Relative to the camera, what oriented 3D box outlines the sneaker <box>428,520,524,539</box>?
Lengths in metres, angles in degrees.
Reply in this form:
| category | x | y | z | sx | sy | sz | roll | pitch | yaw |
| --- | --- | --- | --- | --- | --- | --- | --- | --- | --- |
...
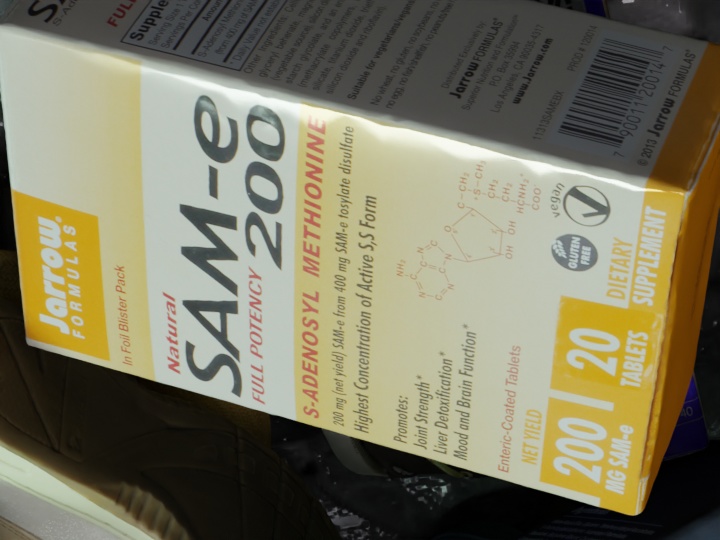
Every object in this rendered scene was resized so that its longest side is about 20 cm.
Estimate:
| category | x | y | z | sx | sy | sz | roll | pitch | yaw |
| --- | --- | --- | --- | --- | --- | --- | --- | --- | --- |
| sneaker | 0.076 | 0.168 | 0.837 | 0.082 | 0.200 | 0.070 | -14 | 132 | -43 |

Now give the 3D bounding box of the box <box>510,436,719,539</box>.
| category | x | y | z | sx | sy | sz | roll | pitch | yaw |
| --- | --- | --- | --- | --- | --- | --- | --- | --- | --- |
| box | 0.080 | 0.161 | 0.709 | 0.200 | 0.107 | 0.149 | -26 | 93 | -17 |

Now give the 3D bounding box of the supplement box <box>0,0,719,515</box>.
| category | x | y | z | sx | sy | sz | roll | pitch | yaw |
| --- | --- | --- | --- | --- | --- | --- | --- | --- | --- |
| supplement box | 0.001 | -0.018 | 0.653 | 0.200 | 0.074 | 0.126 | 14 | 133 | 14 |

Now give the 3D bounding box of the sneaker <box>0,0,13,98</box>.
| category | x | y | z | sx | sy | sz | roll | pitch | yaw |
| --- | --- | --- | --- | --- | --- | --- | --- | --- | --- |
| sneaker | -0.130 | -0.092 | 0.725 | 0.104 | 0.060 | 0.200 | -17 | 120 | 8 |

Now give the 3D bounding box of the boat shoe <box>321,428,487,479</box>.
| category | x | y | z | sx | sy | sz | roll | pitch | yaw |
| --- | --- | --- | --- | --- | --- | --- | --- | --- | --- |
| boat shoe | 0.000 | 0.000 | 0.778 | 0.059 | 0.072 | 0.200 | 6 | 137 | 35 |

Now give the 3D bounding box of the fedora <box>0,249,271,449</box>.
| category | x | y | z | sx | sy | sz | roll | pitch | yaw |
| --- | --- | --- | --- | --- | --- | --- | --- | --- | --- |
| fedora | -0.133 | 0.054 | 0.807 | 0.200 | 0.082 | 0.201 | -2 | 125 | -3 |

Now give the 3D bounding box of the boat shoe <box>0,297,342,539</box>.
| category | x | y | z | sx | sy | sz | roll | pitch | yaw |
| --- | --- | --- | --- | --- | --- | --- | --- | --- | --- |
| boat shoe | -0.080 | 0.080 | 0.743 | 0.066 | 0.074 | 0.200 | -29 | 125 | 33 |

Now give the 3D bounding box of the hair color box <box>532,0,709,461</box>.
| category | x | y | z | sx | sy | sz | roll | pitch | yaw |
| --- | --- | --- | --- | --- | --- | --- | --- | --- | --- |
| hair color box | 0.061 | -0.040 | 0.744 | 0.065 | 0.109 | 0.200 | -16 | 125 | 6 |
